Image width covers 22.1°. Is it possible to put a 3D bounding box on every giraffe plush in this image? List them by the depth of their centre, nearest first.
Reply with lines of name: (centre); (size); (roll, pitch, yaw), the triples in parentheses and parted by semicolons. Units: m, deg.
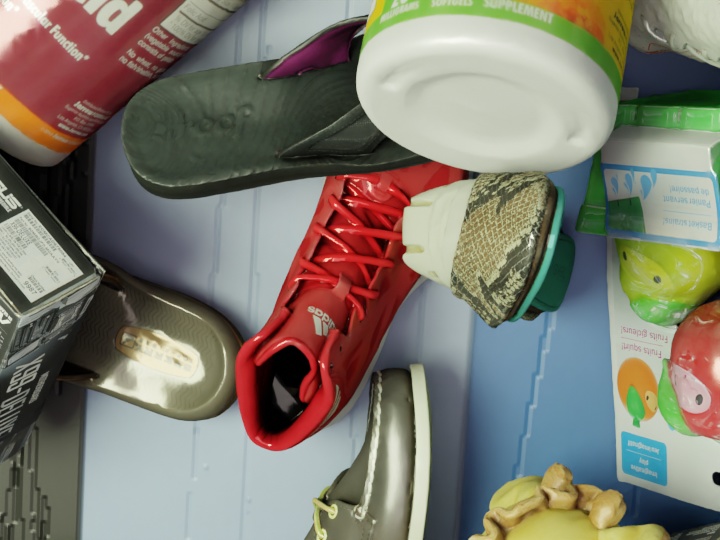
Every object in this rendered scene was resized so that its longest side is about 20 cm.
giraffe plush: (0.069, 0.174, 0.834); (0.172, 0.200, 0.162); (30, 73, 37)

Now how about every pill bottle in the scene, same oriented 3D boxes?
pill bottle: (0.069, -0.153, 0.803); (0.110, 0.111, 0.201); (11, 66, 3)
pill bottle: (-0.109, -0.151, 0.855); (0.200, 0.114, 0.114); (-39, 95, 11)

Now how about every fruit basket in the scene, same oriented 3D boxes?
fruit basket: (0.167, 0.018, 0.838); (0.093, 0.185, 0.201); (-4, 99, -33)

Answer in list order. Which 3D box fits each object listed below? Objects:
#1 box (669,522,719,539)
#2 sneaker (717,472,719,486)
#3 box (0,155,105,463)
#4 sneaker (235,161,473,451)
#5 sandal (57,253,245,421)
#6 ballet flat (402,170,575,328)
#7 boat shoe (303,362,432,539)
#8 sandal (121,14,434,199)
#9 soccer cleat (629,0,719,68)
box: (0.207, 0.187, 0.856); (0.161, 0.200, 0.049); (48, 64, -5)
sneaker: (0.230, 0.050, 0.874); (0.076, 0.091, 0.201); (21, 104, -4)
box: (-0.217, -0.017, 0.854); (0.200, 0.050, 0.158); (47, 141, 13)
sneaker: (0.000, 0.000, 0.873); (0.078, 0.116, 0.201); (20, 102, 2)
sandal: (-0.155, 0.029, 0.923); (0.199, 0.055, 0.082); (21, 102, 8)
ballet flat: (0.055, -0.010, 0.827); (0.075, 0.200, 0.068); (16, 88, 9)
boat shoe: (0.001, 0.143, 0.923); (0.060, 0.072, 0.202); (5, 104, 0)
sandal: (-0.012, -0.080, 0.846); (0.199, 0.048, 0.076); (-17, 67, -6)
soccer cleat: (0.156, -0.115, 0.807); (0.068, 0.200, 0.085); (30, 117, -32)
